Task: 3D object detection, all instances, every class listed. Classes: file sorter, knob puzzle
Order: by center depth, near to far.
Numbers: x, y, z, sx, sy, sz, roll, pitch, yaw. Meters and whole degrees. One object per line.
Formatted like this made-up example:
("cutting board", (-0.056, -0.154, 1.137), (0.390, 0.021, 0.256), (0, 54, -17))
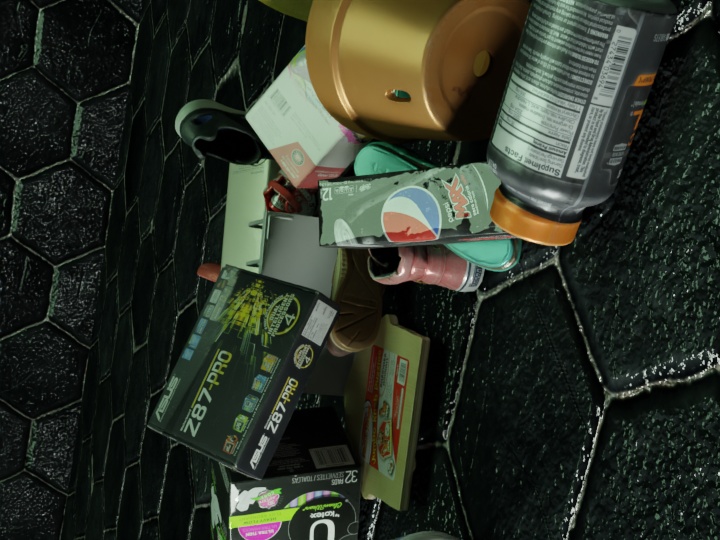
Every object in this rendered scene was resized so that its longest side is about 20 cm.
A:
("knob puzzle", (0.029, 0.146, 1.339), (0.220, 0.030, 0.220), (-174, 90, -69))
("file sorter", (-0.069, 0.042, 1.480), (0.125, 0.138, 0.200), (172, 104, -71))

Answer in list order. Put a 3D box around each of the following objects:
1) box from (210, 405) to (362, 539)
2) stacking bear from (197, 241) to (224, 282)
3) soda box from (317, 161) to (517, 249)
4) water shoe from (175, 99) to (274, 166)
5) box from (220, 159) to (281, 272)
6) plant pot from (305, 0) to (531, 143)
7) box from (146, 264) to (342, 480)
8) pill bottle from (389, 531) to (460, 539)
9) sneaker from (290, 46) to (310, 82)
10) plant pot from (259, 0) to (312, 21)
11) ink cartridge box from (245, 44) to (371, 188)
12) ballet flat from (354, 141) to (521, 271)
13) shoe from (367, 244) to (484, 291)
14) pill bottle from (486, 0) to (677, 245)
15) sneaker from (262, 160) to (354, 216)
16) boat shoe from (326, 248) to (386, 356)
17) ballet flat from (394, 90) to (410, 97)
("box", (-0.087, 0.273, 1.399), (0.124, 0.148, 0.200), (-120, 29, -58))
("stacking bear", (-0.128, -0.070, 1.723), (0.114, 0.121, 0.200), (19, 93, 51))
("soda box", (0.061, -0.056, 1.107), (0.200, 0.071, 0.063), (-4, 87, 34))
("water shoe", (-0.129, -0.152, 1.516), (0.072, 0.200, 0.079), (-59, 45, 33))
("box", (-0.125, -0.077, 1.623), (0.082, 0.068, 0.200), (-4, 78, 41))
("plant pot", (0.071, -0.200, 1.132), (0.140, 0.200, 0.200), (31, 114, 49))
("box", (-0.124, 0.103, 1.328), (0.161, 0.049, 0.200), (15, 76, 47))
("pill bottle", (0.030, 0.309, 1.166), (0.200, 0.114, 0.114), (140, 133, -62))
("sneaker", (0.000, -0.241, 1.309), (0.200, 0.076, 0.105), (13, 77, 59))
("plant pot", (-0.079, -0.433, 1.559), (0.194, 0.200, 0.196), (-107, 30, -47))
("ink cartridge box", (-0.025, -0.201, 1.423), (0.200, 0.067, 0.117), (-45, 68, 26))
("ballet flat", (0.083, -0.064, 1.178), (0.200, 0.070, 0.067), (34, 107, 29))
("shoe", (0.046, -0.031, 1.257), (0.200, 0.091, 0.072), (-137, 56, -65))
("pill bottle", (0.159, -0.121, 0.959), (0.106, 0.106, 0.200), (-120, 41, -58))
("sneaker", (-0.057, -0.127, 1.522), (0.067, 0.108, 0.202), (40, 141, 13))
("boat shoe", (0.000, 0.000, 1.374), (0.072, 0.072, 0.200), (134, 149, -65))
("ballet flat", (0.081, -0.234, 1.282), (0.069, 0.069, 0.200), (-138, 61, -65))
